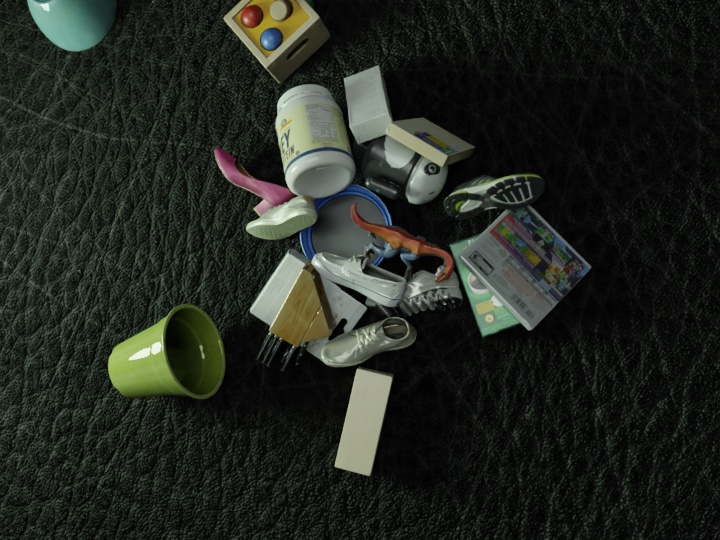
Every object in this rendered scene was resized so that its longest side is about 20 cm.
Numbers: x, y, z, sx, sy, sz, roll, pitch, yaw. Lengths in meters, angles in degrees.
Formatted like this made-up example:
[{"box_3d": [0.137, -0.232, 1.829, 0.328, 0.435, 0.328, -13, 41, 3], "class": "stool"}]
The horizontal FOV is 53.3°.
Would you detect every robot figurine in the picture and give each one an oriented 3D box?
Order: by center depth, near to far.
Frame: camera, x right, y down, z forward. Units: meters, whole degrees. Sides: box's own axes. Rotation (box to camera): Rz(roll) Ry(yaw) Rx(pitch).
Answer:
[{"box_3d": [0.081, -0.218, 1.466, 0.199, 0.125, 0.151, 29, 95, 14], "class": "robot figurine"}]

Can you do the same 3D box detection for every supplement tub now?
[{"box_3d": [-0.097, -0.267, 1.485, 0.144, 0.145, 0.201, -18, 64, 10], "class": "supplement tub"}]

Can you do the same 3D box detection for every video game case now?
[{"box_3d": [0.322, -0.015, 1.408, 0.182, 0.023, 0.200, -43, 84, -13], "class": "video game case"}]

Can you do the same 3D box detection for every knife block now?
[{"box_3d": [-0.148, 0.098, 1.464, 0.175, 0.064, 0.201, -14, 104, 10], "class": "knife block"}]

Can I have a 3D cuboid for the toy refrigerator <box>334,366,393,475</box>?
[{"box_3d": [0.009, 0.304, 1.460, 0.076, 0.070, 0.201, 12, 88, 6], "class": "toy refrigerator"}]

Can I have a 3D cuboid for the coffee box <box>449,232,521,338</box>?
[{"box_3d": [0.267, 0.021, 1.442, 0.122, 0.044, 0.201, -21, 81, 8], "class": "coffee box"}]

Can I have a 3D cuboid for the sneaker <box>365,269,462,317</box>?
[{"box_3d": [0.108, 0.045, 1.469, 0.199, 0.075, 0.081, -9, 64, 12], "class": "sneaker"}]

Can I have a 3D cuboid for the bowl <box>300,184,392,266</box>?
[{"box_3d": [-0.028, -0.080, 1.520, 0.200, 0.039, 0.202, -1, 84, 12], "class": "bowl"}]

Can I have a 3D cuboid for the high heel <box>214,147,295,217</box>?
[{"box_3d": [-0.230, -0.208, 1.559, 0.096, 0.067, 0.200, -40, 83, 16], "class": "high heel"}]

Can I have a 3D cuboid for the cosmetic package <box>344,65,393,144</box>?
[{"box_3d": [0.017, -0.342, 1.475, 0.082, 0.051, 0.200, -19, 41, 12], "class": "cosmetic package"}]

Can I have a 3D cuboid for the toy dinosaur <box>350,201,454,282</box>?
[{"box_3d": [0.089, -0.038, 1.404, 0.181, 0.200, 0.105, 9, 72, 36], "class": "toy dinosaur"}]

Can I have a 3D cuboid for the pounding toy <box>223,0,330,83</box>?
[{"box_3d": [-0.177, -0.557, 1.548, 0.200, 0.142, 0.184, -41, 78, 6], "class": "pounding toy"}]

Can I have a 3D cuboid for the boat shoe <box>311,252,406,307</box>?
[{"box_3d": [0.000, 0.000, 1.423, 0.199, 0.074, 0.066, 24, 118, 9], "class": "boat shoe"}]

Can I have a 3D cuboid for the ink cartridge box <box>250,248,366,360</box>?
[{"box_3d": [-0.109, 0.075, 1.511, 0.200, 0.057, 0.163, 33, 108, -8], "class": "ink cartridge box"}]

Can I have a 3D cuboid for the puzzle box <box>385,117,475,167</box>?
[{"box_3d": [0.141, -0.258, 1.422, 0.133, 0.200, 0.025, 34, 115, 13], "class": "puzzle box"}]

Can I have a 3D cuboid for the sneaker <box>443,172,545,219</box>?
[{"box_3d": [0.266, -0.163, 1.427, 0.199, 0.081, 0.074, -8, 125, 23], "class": "sneaker"}]

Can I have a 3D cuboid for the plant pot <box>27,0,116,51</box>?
[{"box_3d": [-0.693, -0.635, 1.674, 0.199, 0.135, 0.201, -1, 84, 12], "class": "plant pot"}]

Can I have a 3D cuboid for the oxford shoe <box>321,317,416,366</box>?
[{"box_3d": [0.016, 0.140, 1.448, 0.199, 0.058, 0.075, -15, 58, -5], "class": "oxford shoe"}]

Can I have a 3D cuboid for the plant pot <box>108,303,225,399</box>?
[{"box_3d": [-0.421, 0.192, 1.521, 0.189, 0.200, 0.201, -18, 81, 23], "class": "plant pot"}]

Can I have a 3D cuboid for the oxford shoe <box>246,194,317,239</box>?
[{"box_3d": [-0.163, -0.111, 1.517, 0.199, 0.075, 0.058, -17, 59, 41], "class": "oxford shoe"}]
